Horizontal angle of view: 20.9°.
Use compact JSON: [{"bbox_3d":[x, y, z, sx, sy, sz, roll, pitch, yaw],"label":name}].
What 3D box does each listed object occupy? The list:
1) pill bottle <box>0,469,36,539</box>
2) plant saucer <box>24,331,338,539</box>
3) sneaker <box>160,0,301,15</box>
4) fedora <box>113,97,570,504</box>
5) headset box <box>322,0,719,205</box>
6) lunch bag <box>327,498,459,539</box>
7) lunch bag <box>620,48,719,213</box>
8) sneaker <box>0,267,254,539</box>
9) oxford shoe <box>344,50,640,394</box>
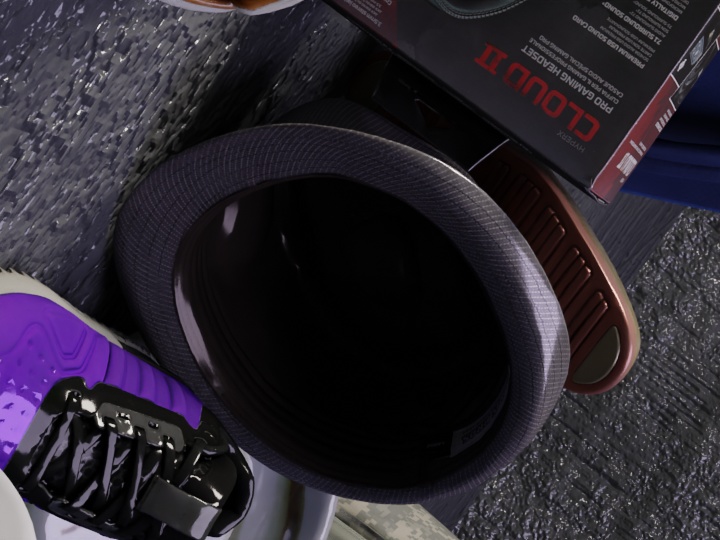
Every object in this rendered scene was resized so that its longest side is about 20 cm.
[{"bbox_3d":[-0.183,0.145,0.622,0.112,0.112,0.201,-37,159,-54],"label":"pill bottle"},{"bbox_3d":[-0.098,0.107,0.883,0.199,0.050,0.202,-21,124,-35],"label":"plant saucer"},{"bbox_3d":[-0.033,-0.104,0.567,0.073,0.084,0.200,-59,169,20],"label":"sneaker"},{"bbox_3d":[0.000,0.000,0.807,0.176,0.201,0.091,-23,-152,29],"label":"fedora"},{"bbox_3d":[0.081,-0.135,0.764,0.201,0.148,0.077,-54,167,5],"label":"headset box"},{"bbox_3d":[-0.011,0.194,1.222,0.140,0.199,0.168,-49,169,-20],"label":"lunch bag"},{"bbox_3d":[0.166,-0.101,0.864,0.136,0.198,0.133,89,14,-56],"label":"lunch bag"},{"bbox_3d":[-0.094,0.062,0.714,0.070,0.099,0.200,-54,157,5],"label":"sneaker"},{"bbox_3d":[0.073,-0.026,0.888,0.073,0.201,0.071,5,133,-49],"label":"oxford shoe"}]
